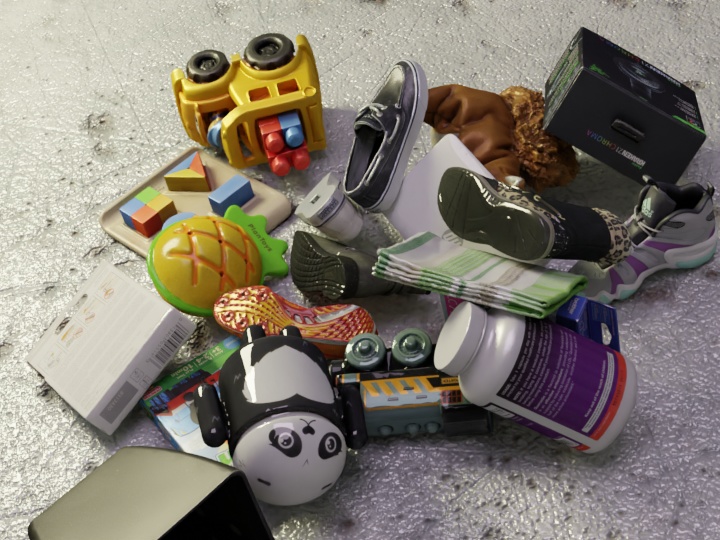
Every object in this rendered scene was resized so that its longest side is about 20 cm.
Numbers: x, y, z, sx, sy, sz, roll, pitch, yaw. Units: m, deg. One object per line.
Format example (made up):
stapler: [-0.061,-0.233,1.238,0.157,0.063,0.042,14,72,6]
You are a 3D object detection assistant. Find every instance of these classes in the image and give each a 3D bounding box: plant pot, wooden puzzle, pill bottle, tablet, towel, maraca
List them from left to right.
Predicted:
plant pot: [-0.210,0.291,1.400,0.200,0.200,0.177,-40,40,-26]
wooden puzzle: [-0.219,-0.082,1.857,0.200,0.046,0.185,32,59,34]
maraca: [-0.172,-0.014,1.740,0.200,0.107,0.137,-29,76,-42]
tablet: [0.125,-0.050,1.688,0.130,0.014,0.200,-45,71,13]
towel: [0.129,-0.001,1.519,0.199,0.031,0.149,14,19,23]
pill bottle: [0.182,0.106,1.487,0.199,0.113,0.113,25,45,-14]

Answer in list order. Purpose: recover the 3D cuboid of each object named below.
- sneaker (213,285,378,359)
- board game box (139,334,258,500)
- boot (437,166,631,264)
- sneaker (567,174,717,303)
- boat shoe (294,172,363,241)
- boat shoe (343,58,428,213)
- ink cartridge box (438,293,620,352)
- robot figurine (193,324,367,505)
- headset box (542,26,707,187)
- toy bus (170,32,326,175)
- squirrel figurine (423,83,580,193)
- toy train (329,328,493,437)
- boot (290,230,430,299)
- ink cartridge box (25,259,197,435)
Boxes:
sneaker: [-0.078,0.071,1.653,0.199,0.077,0.073,13,59,13]
board game box: [-0.138,0.167,1.603,0.151,0.037,0.200,-31,49,-19]
boot: [0.194,-0.057,1.614,0.153,0.074,0.203,5,18,-35]
sneaker: [0.322,-0.050,1.648,0.199,0.140,0.078,-24,46,-13]
boat shoe: [-0.031,-0.071,1.768,0.071,0.070,0.200,-47,11,0]
boat shoe: [0.024,-0.173,1.727,0.071,0.068,0.201,4,72,46]
ink cartridge box: [0.187,0.063,1.580,0.199,0.120,0.042,12,54,22]
robot figurine: [-0.083,0.148,1.497,0.150,0.125,0.201,-25,46,10]
headset box: [0.317,-0.193,1.728,0.173,0.093,0.200,29,25,-4]
toy bus: [-0.140,-0.199,1.898,0.199,0.136,0.193,-14,48,-3]
squirrel figurine: [0.177,-0.138,1.765,0.199,0.142,0.187,-18,44,-10]
toy train: [0.062,0.129,1.574,0.198,0.085,0.115,-5,55,7]
boot: [0.000,0.000,1.721,0.130,0.068,0.200,2,13,-25]
ink cartridge box: [-0.299,0.087,1.685,0.161,0.050,0.200,-52,36,-8]
